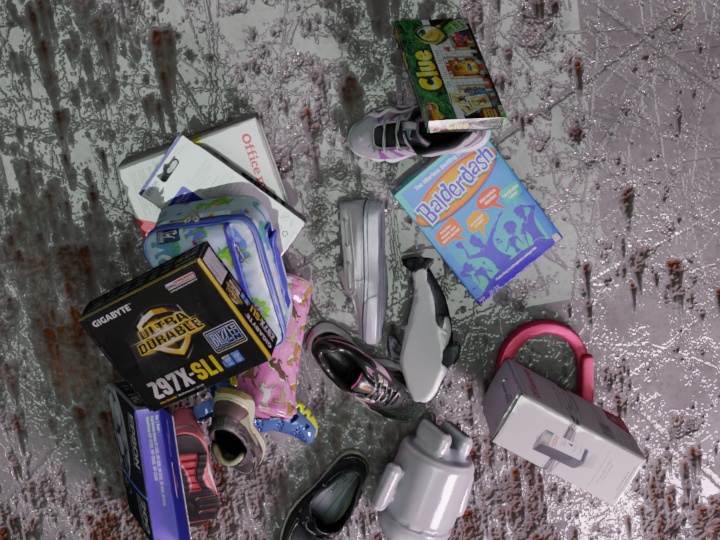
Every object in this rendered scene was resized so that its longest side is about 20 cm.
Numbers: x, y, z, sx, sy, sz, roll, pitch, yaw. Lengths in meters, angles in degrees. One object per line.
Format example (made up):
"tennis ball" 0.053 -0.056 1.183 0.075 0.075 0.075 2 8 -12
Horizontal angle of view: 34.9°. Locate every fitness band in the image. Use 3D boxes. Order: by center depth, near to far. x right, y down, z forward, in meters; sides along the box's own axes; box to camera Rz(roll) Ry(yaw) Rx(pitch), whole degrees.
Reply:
"fitness band" 0.264 0.171 1.655 0.141 0.037 0.203 0 102 -1

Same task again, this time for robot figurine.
"robot figurine" 0.092 0.314 1.633 0.168 0.113 0.202 14 102 -32

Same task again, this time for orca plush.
"orca plush" 0.090 0.081 1.612 0.104 0.071 0.203 -16 87 19

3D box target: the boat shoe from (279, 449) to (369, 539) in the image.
"boat shoe" -0.052 0.354 1.655 0.074 0.066 0.200 38 97 -12

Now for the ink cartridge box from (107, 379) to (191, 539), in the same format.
"ink cartridge box" -0.287 0.266 1.552 0.043 0.199 0.201 -13 104 -25

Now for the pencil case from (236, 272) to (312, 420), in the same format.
"pencil case" -0.116 0.100 1.548 0.082 0.087 0.203 2 75 17

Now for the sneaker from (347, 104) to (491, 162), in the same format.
"sneaker" 0.063 -0.183 1.485 0.197 0.140 0.079 -7 94 18

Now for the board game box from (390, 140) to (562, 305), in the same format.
"board game box" 0.161 -0.078 1.585 0.152 0.045 0.201 -39 101 5

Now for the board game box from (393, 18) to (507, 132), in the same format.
"board game box" 0.112 -0.254 1.471 0.103 0.202 0.024 -7 140 -10

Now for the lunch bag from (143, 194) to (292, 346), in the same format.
"lunch bag" -0.173 0.009 1.444 0.158 0.083 0.202 -6 119 12

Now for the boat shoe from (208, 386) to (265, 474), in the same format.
"boat shoe" -0.170 0.226 1.507 0.071 0.067 0.202 15 146 9

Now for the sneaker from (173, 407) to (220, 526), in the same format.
"sneaker" -0.238 0.279 1.626 0.073 0.087 0.202 -3 126 -7

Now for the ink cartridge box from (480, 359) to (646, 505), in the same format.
"ink cartridge box" 0.273 0.219 1.573 0.198 0.146 0.085 30 102 -7

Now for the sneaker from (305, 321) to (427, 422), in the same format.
"sneaker" 0.006 0.158 1.605 0.199 0.086 0.081 31 101 -11

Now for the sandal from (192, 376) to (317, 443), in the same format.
"sandal" -0.155 0.197 1.596 0.198 0.080 0.088 25 65 -2

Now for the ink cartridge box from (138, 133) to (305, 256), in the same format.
"ink cartridge box" -0.177 -0.084 1.476 0.199 0.039 0.100 36 101 -14

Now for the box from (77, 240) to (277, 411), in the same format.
"box" -0.225 0.074 1.416 0.198 0.050 0.160 -24 115 24

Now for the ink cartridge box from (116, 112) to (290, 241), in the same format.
"ink cartridge box" -0.204 -0.109 1.531 0.198 0.083 0.147 -19 104 1

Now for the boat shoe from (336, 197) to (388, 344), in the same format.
"boat shoe" 0.000 0.000 1.587 0.066 0.074 0.203 3 96 14

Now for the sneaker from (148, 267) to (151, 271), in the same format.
"sneaker" -0.276 0.071 1.551 0.074 0.084 0.202 -17 124 -33
